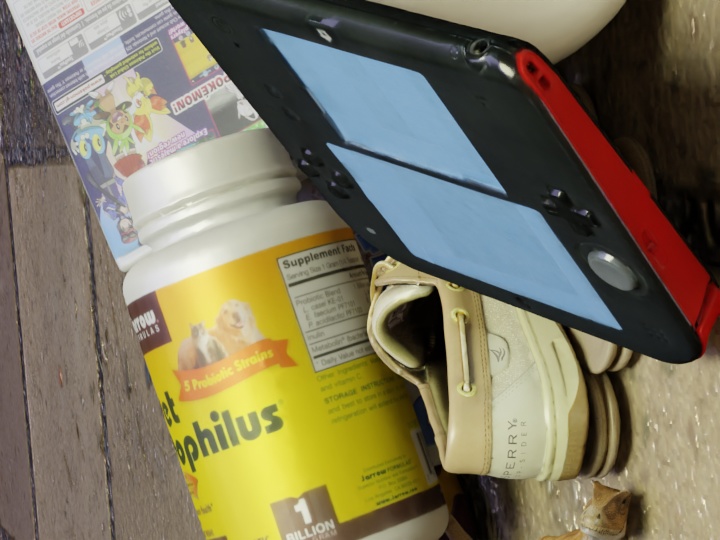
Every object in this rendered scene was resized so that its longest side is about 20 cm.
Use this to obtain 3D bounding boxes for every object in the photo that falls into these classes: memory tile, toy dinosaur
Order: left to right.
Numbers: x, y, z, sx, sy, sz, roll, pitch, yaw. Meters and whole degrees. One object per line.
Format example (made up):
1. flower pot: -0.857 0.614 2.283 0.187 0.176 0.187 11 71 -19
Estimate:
1. toy dinosaur: 0.077 0.139 1.003 0.200 0.060 0.107 147 139 -64
2. memory tile: 0.077 -0.016 0.994 0.200 0.017 0.154 -124 33 -59

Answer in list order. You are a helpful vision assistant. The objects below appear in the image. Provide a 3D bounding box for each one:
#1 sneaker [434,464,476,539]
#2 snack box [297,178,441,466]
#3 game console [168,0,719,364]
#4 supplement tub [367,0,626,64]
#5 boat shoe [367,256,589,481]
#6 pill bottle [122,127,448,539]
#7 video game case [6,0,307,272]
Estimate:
1. sneaker: 0.006 0.077 1.157 0.200 0.074 0.091 -120 24 -53
2. snack box: 0.000 0.000 1.110 0.024 0.072 0.201 19 -127 -76
3. game console: 0.030 -0.041 0.851 0.199 0.031 0.177 20 162 45
4. supplement tub: 0.017 -0.137 0.926 0.200 0.145 0.146 169 95 -72
5. boat shoe: 0.037 0.016 0.991 0.200 0.066 0.074 -118 28 -54
6. pill bottle: -0.040 0.042 1.043 0.109 0.109 0.201 148 103 -72
7. video game case: -0.072 -0.122 1.105 0.199 0.023 0.183 -27 82 27
